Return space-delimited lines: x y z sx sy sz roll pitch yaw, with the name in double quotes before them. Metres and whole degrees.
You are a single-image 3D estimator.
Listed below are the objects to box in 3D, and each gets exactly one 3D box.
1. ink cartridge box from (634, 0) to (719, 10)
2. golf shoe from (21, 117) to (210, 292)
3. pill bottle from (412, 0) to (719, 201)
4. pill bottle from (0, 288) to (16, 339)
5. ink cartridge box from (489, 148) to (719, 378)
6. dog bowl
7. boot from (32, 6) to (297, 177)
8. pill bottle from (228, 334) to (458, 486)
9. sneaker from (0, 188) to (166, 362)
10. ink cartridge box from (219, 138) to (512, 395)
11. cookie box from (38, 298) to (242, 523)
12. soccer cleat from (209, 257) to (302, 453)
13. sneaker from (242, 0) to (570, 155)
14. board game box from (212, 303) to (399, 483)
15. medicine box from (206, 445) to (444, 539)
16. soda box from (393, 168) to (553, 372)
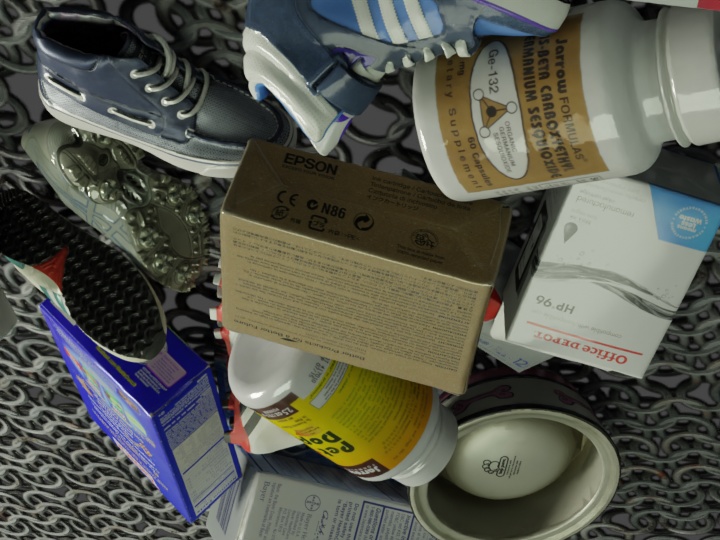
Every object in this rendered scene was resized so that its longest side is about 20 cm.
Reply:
"ink cartridge box" 0.130 -0.241 0.735 0.198 0.146 0.145 7 145 6
"golf shoe" -0.198 -0.060 1.176 0.097 0.079 0.200 13 151 39
"pill bottle" 0.144 -0.115 0.937 0.198 0.115 0.115 -8 141 26
"pill bottle" -0.361 -0.025 1.139 0.113 0.114 0.201 -14 111 32
"ink cartridge box" 0.179 0.004 1.074 0.115 0.068 0.201 15 123 -6
"dog bowl" 0.139 0.174 1.337 0.198 0.074 0.202 -3 131 -3
"boot" -0.142 -0.129 1.034 0.198 0.073 0.091 13 154 0
"pill bottle" -0.009 0.106 1.207 0.109 0.110 0.199 -22 134 39
"sneaker" -0.230 0.008 1.216 0.199 0.071 0.093 37 176 17
"ink cartridge box" 0.000 0.000 1.055 0.198 0.076 0.165 15 149 4
"cookie box" -0.200 0.114 1.327 0.171 0.075 0.201 40 156 28
"soccer cleat" -0.084 0.068 1.257 0.084 0.069 0.202 -2 109 3
"sneaker" 0.020 -0.137 0.913 0.198 0.081 0.148 19 109 7
"board game box" -0.039 0.122 1.373 0.197 0.044 0.201 11 144 7
"medicine box" -0.039 0.254 1.440 0.198 0.104 0.182 16 180 -14
"soda box" 0.084 0.004 1.163 0.199 0.069 0.063 33 140 -26
